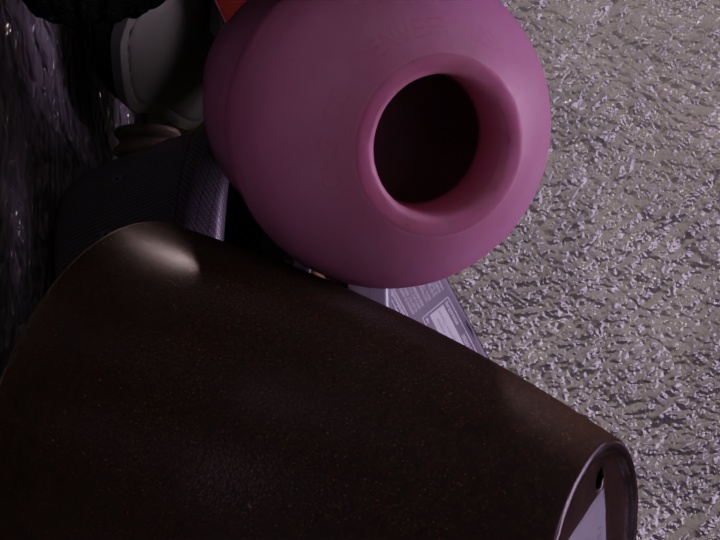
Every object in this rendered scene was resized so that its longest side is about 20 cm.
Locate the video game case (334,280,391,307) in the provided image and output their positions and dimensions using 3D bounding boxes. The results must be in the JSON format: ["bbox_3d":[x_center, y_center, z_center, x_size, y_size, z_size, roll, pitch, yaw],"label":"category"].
[{"bbox_3d":[0.000,0.000,0.958,0.182,0.022,0.201,112,-23,-83],"label":"video game case"}]

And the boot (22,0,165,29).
[{"bbox_3d":[-0.107,-0.208,0.773,0.211,0.079,0.158,-73,156,-54],"label":"boot"}]

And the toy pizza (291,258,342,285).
[{"bbox_3d":[-0.032,0.079,0.915,0.200,0.032,0.201,-170,-90,-88],"label":"toy pizza"}]

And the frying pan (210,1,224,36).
[{"bbox_3d":[-0.105,-0.211,1.146,0.115,0.031,0.191,2,83,-69],"label":"frying pan"}]

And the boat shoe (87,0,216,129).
[{"bbox_3d":[-0.114,-0.123,0.985,0.072,0.060,0.201,-53,171,-3],"label":"boat shoe"}]

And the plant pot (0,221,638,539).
[{"bbox_3d":[-0.007,0.090,0.696,0.187,0.199,0.188,-32,127,-56],"label":"plant pot"}]

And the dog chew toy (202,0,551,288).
[{"bbox_3d":[-0.007,-0.066,0.754,0.200,0.124,0.125,-148,-128,-66],"label":"dog chew toy"}]

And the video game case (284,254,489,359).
[{"bbox_3d":[-0.027,0.027,1.054,0.025,0.181,0.201,-10,-67,52],"label":"video game case"}]

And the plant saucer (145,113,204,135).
[{"bbox_3d":[-0.111,-0.060,1.253,0.201,0.048,0.200,86,2,-46],"label":"plant saucer"}]

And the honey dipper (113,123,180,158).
[{"bbox_3d":[-0.117,0.021,1.025,0.038,0.038,0.201,81,9,-82],"label":"honey dipper"}]

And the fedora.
[{"bbox_3d":[-0.093,0.003,0.885,0.177,0.090,0.201,84,10,-52],"label":"fedora"}]

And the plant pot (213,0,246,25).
[{"bbox_3d":[-0.020,-0.232,0.979,0.200,0.176,0.201,67,0,-58],"label":"plant pot"}]
